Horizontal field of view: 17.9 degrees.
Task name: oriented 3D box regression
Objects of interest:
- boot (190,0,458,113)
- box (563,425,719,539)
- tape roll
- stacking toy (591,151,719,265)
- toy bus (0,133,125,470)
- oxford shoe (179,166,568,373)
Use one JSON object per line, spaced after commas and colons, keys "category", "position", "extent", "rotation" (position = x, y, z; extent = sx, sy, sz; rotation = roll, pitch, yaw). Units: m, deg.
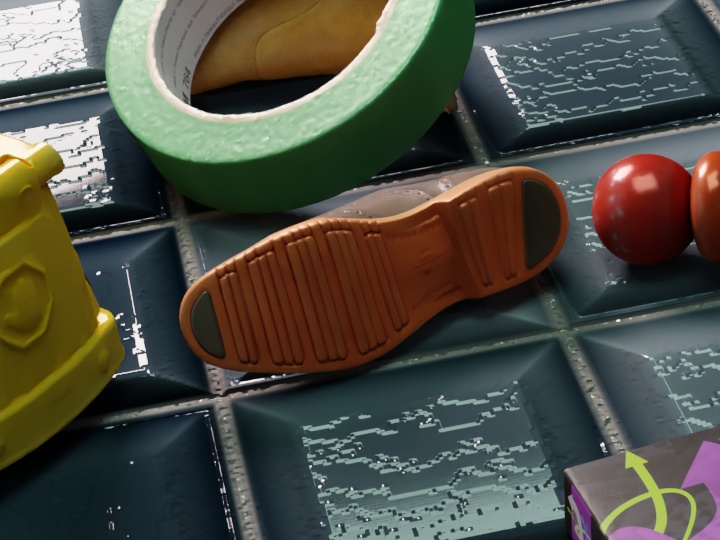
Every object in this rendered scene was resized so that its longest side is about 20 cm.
{"category": "boot", "position": [-0.035, -0.124, 1.301], "extent": [0.143, 0.071, 0.201], "rotation": [-21, 37, -5]}
{"category": "box", "position": [0.179, 0.125, 0.882], "extent": [0.142, 0.036, 0.200], "rotation": [-14, 34, -12]}
{"category": "tape roll", "position": [-0.039, -0.126, 1.231], "extent": [0.199, 0.048, 0.201], "rotation": [-14, 51, 18]}
{"category": "stacking toy", "position": [0.208, -0.030, 1.089], "extent": [0.199, 0.086, 0.086], "rotation": [-2, 32, 17]}
{"category": "toy bus", "position": [-0.226, -0.019, 1.043], "extent": [0.199, 0.193, 0.136], "rotation": [15, 39, 33]}
{"category": "oxford shoe", "position": [0.000, 0.000, 1.100], "extent": [0.199, 0.072, 0.073], "rotation": [-16, 13, -22]}
